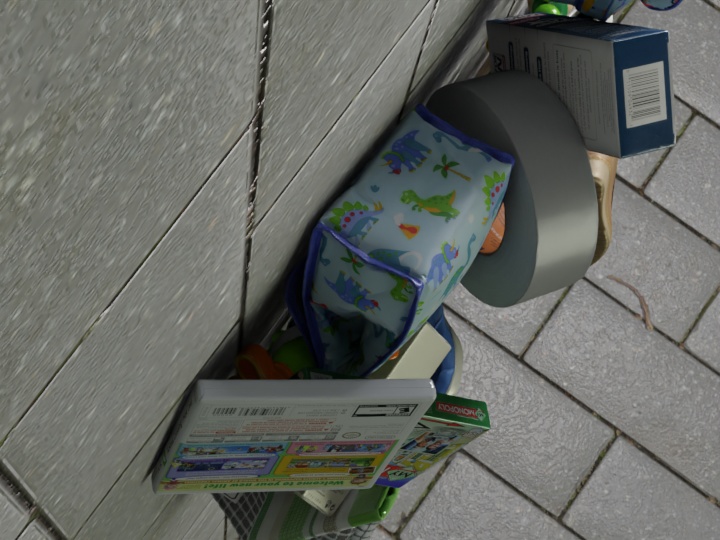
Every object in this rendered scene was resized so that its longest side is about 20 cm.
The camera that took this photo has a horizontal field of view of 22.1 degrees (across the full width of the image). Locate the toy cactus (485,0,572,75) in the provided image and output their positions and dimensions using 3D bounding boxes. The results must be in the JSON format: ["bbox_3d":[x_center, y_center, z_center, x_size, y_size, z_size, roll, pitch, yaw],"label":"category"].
[{"bbox_3d":[0.192,-0.253,1.765,0.165,0.102,0.201,-73,-172,-72],"label":"toy cactus"}]

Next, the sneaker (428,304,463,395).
[{"bbox_3d":[0.043,0.037,1.855,0.077,0.201,0.111,-14,160,32],"label":"sneaker"}]

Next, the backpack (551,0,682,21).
[{"bbox_3d":[0.233,-0.293,1.543,0.200,0.134,0.183,-48,172,-34],"label":"backpack"}]

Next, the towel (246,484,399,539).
[{"bbox_3d":[-0.020,0.201,1.788,0.200,0.031,0.150,-21,-144,46],"label":"towel"}]

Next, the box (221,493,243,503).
[{"bbox_3d":[-0.083,0.127,1.847,0.200,0.060,0.117,-49,173,-47],"label":"box"}]

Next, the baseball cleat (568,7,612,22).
[{"bbox_3d":[0.197,-0.200,1.937,0.201,0.070,0.106,-67,169,18],"label":"baseball cleat"}]

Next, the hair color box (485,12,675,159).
[{"bbox_3d":[0.186,-0.162,1.580,0.060,0.100,0.200,-13,-162,-25],"label":"hair color box"}]

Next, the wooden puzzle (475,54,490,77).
[{"bbox_3d":[0.167,-0.227,1.969,0.200,0.037,0.185,-49,174,-47],"label":"wooden puzzle"}]

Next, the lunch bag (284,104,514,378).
[{"bbox_3d":[0.029,-0.010,1.547,0.170,0.127,0.200,-51,164,-32],"label":"lunch bag"}]

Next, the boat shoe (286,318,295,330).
[{"bbox_3d":[0.000,0.000,1.766,0.200,0.070,0.066,-46,176,-6],"label":"boat shoe"}]

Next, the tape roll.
[{"bbox_3d":[0.126,-0.072,1.612,0.066,0.201,0.200,-17,159,-23],"label":"tape roll"}]

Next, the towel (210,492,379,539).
[{"bbox_3d":[-0.077,0.236,1.963,0.085,0.200,0.166,-18,150,-35],"label":"towel"}]

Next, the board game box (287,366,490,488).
[{"bbox_3d":[-0.005,0.138,1.597,0.135,0.199,0.029,-39,-130,40],"label":"board game box"}]

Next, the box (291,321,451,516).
[{"bbox_3d":[-0.009,0.123,1.727,0.200,0.082,0.068,-53,144,-6],"label":"box"}]

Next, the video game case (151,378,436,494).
[{"bbox_3d":[-0.059,0.138,1.528,0.182,0.199,0.022,120,-35,-54],"label":"video game case"}]

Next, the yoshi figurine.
[{"bbox_3d":[-0.042,0.048,1.646,0.200,0.112,0.112,-34,124,-34],"label":"yoshi figurine"}]

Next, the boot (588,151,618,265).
[{"bbox_3d":[0.228,-0.109,1.878,0.200,0.072,0.167,100,-1,-58],"label":"boot"}]
